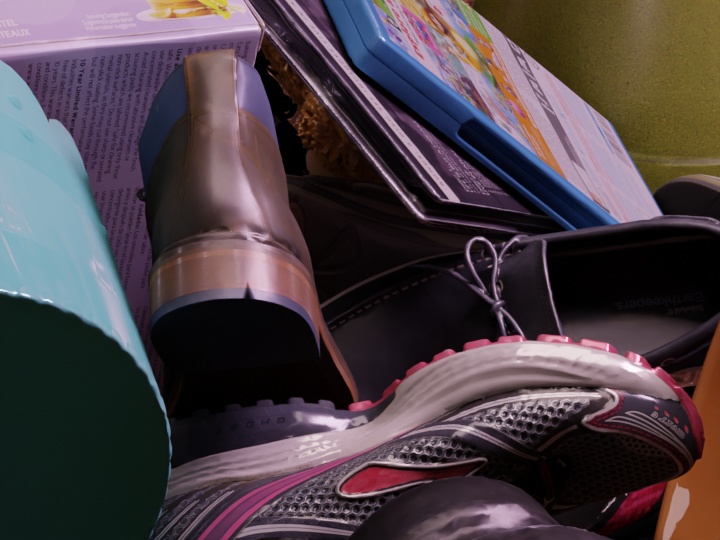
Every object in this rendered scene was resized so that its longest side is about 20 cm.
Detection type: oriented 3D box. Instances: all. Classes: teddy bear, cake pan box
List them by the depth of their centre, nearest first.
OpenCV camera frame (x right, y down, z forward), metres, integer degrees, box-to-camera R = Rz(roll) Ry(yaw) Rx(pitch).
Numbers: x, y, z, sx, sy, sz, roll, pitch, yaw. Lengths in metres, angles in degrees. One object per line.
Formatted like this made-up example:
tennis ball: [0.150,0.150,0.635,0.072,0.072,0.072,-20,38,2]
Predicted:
cake pan box: [-0.139,-0.014,1.043,0.184,0.200,0.052,-8,43,-25]
teddy bear: [-0.015,-0.097,1.278,0.067,0.145,0.200,-34,67,8]

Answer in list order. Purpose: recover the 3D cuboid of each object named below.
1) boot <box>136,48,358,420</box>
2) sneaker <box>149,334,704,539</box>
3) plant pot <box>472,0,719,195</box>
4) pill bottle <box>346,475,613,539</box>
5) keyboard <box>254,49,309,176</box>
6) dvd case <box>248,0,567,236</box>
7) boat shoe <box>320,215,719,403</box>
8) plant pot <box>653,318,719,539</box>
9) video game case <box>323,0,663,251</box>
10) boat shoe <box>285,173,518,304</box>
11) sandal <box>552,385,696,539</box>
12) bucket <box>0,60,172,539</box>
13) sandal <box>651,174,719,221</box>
boot: [-0.040,0.004,1.006,0.074,0.200,0.097,-3,68,-2]
sneaker: [0.019,0.081,0.966,0.199,0.081,0.075,-15,52,5]
plant pot: [0.139,-0.140,1.327,0.200,0.194,0.201,1,26,-1]
pill bottle: [0.061,0.144,0.827,0.111,0.112,0.200,-8,27,-20]
keyboard: [-0.079,-0.107,1.287,0.200,0.040,0.104,49,38,1]
dvd case: [0.018,-0.072,1.130,0.149,0.016,0.200,51,16,16]
boat shoe: [0.062,0.020,1.089,0.199,0.075,0.062,-11,-15,2]
plant pot: [0.190,0.063,0.938,0.140,0.201,0.200,19,26,-4]
video game case: [0.054,-0.070,1.158,0.200,0.018,0.143,36,19,-33]
boat shoe: [0.000,0.000,1.181,0.199,0.075,0.073,16,18,9]
sandal: [0.080,0.077,1.040,0.200,0.045,0.075,-22,34,-40]
bucket: [-0.164,0.035,0.931,0.206,0.208,0.135,-7,40,-19]
sandal: [0.192,0.009,1.162,0.057,0.080,0.201,2,22,-34]
